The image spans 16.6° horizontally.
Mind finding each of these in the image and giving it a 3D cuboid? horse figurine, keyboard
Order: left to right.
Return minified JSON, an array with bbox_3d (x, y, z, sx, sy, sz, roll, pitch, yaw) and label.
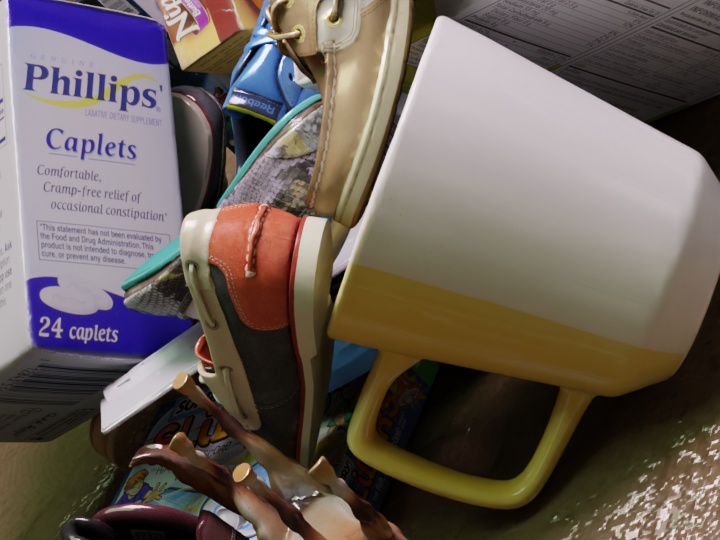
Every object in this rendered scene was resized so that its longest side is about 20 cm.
[{"bbox_3d":[-0.050,0.019,1.257,0.199,0.011,0.056,-35,20,2],"label":"keyboard"},{"bbox_3d":[-0.024,0.112,1.090,0.050,0.133,0.200,-49,32,-13],"label":"horse figurine"}]

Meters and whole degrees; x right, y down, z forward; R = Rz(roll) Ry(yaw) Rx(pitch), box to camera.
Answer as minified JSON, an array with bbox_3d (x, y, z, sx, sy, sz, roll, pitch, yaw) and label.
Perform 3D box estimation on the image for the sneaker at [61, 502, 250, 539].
[{"bbox_3d":[-0.121,0.170,1.203,0.199,0.115,0.076,-34,27,25],"label":"sneaker"}]

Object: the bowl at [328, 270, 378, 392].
[{"bbox_3d":[0.000,0.000,1.297,0.200,0.039,0.201,-33,15,10],"label":"bowl"}]

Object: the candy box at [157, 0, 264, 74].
[{"bbox_3d":[-0.040,-0.175,1.464,0.056,0.199,0.117,-30,73,33],"label":"candy box"}]

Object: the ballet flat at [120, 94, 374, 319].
[{"bbox_3d":[-0.053,-0.010,1.201,0.200,0.072,0.072,-41,20,50],"label":"ballet flat"}]

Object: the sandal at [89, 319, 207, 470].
[{"bbox_3d":[-0.067,0.032,1.412,0.069,0.078,0.212,30,84,33],"label":"sandal"}]

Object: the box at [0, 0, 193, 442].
[{"bbox_3d":[-0.184,-0.023,1.374,0.184,0.104,0.202,-28,63,51],"label":"box"}]

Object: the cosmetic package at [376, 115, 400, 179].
[{"bbox_3d":[0.046,-0.133,1.389,0.101,0.074,0.200,-28,17,29],"label":"cosmetic package"}]

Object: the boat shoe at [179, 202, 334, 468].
[{"bbox_3d":[-0.046,0.035,1.134,0.200,0.062,0.072,89,-172,-59],"label":"boat shoe"}]

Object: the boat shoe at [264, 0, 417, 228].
[{"bbox_3d":[-0.010,-0.119,1.094,0.074,0.066,0.202,116,163,-74],"label":"boat shoe"}]

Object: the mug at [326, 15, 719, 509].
[{"bbox_3d":[0.075,-0.004,1.107,0.150,0.152,0.187,-71,1,-46],"label":"mug"}]

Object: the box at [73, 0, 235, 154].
[{"bbox_3d":[-0.071,-0.144,1.493,0.038,0.200,0.137,-28,30,38],"label":"box"}]

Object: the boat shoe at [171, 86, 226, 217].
[{"bbox_3d":[-0.111,-0.039,1.461,0.062,0.071,0.201,-29,-26,-36],"label":"boat shoe"}]

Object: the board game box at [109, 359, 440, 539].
[{"bbox_3d":[-0.057,0.110,1.287,0.199,0.034,0.136,-21,34,43],"label":"board game box"}]

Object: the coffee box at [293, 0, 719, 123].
[{"bbox_3d":[0.096,-0.192,1.212,0.197,0.199,0.201,-22,66,40],"label":"coffee box"}]

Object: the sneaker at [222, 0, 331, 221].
[{"bbox_3d":[-0.028,-0.114,1.270,0.066,0.078,0.202,10,93,36],"label":"sneaker"}]
